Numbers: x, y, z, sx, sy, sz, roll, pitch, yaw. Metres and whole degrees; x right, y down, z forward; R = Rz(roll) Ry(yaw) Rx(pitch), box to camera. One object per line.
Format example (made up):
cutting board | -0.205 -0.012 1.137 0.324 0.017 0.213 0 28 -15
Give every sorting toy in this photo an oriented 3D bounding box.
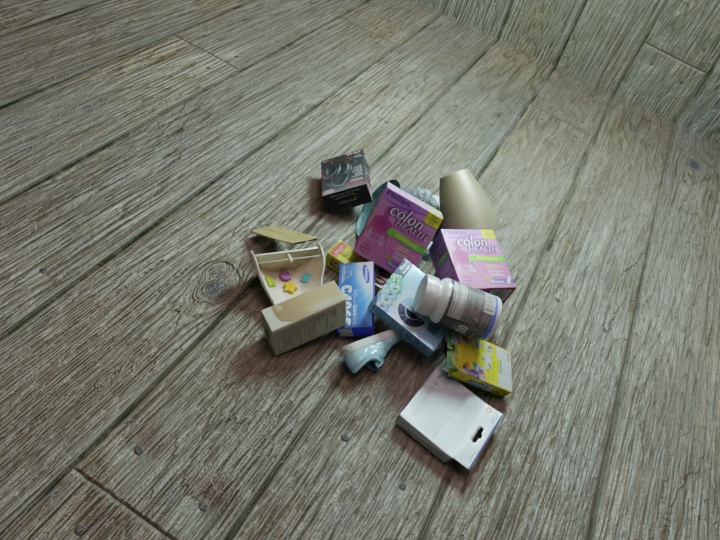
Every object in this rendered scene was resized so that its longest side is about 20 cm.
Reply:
sorting toy | -0.177 0.038 1.622 0.196 0.108 0.183 -7 56 -27

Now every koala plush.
koala plush | 0.148 -0.122 1.858 0.173 0.185 0.203 18 55 -1

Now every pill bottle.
pill bottle | 0.235 0.087 1.538 0.196 0.115 0.115 20 42 -7

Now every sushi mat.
sushi mat | -0.210 -0.096 1.722 0.094 0.012 0.197 -13 21 -44

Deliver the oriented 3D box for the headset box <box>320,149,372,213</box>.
headset box | -0.044 -0.272 1.951 0.145 0.078 0.203 -14 43 10

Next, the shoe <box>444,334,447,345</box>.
shoe | 0.255 0.173 1.676 0.069 0.053 0.203 13 43 -38

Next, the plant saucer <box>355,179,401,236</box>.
plant saucer | 0.059 -0.178 1.867 0.027 0.199 0.203 33 36 -26

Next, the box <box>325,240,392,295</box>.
box | 0.000 0.000 1.752 0.198 0.051 0.075 34 45 15

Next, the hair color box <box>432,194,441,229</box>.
hair color box | 0.288 -0.182 2.035 0.195 0.061 0.101 8 43 -13

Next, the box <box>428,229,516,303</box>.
box | 0.306 -0.006 1.737 0.172 0.097 0.203 0 54 -22

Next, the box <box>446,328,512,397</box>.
box | 0.290 0.230 1.575 0.197 0.048 0.119 26 51 -22

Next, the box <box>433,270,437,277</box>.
box | 0.315 0.044 1.816 0.196 0.061 0.118 -7 49 -26

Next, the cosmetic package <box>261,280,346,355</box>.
cosmetic package | -0.134 0.114 1.517 0.196 0.107 0.072 -22 53 -20

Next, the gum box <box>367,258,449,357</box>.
gum box | 0.142 0.093 1.599 0.199 0.045 0.170 38 56 5

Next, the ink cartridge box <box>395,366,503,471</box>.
ink cartridge box | 0.211 0.350 1.480 0.198 0.041 0.199 35 45 16

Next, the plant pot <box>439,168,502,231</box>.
plant pot | 0.313 -0.196 1.902 0.184 0.186 0.205 -17 90 -33

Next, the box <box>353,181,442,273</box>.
box | 0.102 -0.106 1.724 0.173 0.203 0.097 28 14 -5

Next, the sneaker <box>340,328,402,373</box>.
sneaker | 0.037 0.204 1.560 0.197 0.073 0.084 -15 82 -38

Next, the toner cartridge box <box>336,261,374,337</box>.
toner cartridge box | -0.011 0.073 1.635 0.092 0.044 0.204 -3 54 6
